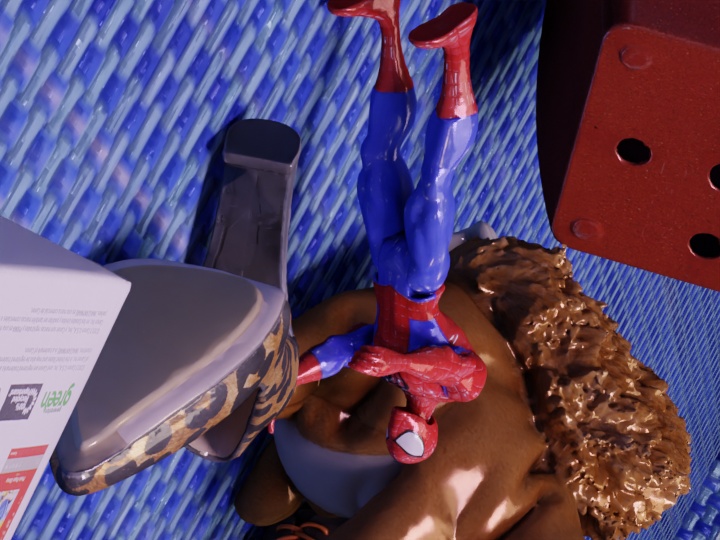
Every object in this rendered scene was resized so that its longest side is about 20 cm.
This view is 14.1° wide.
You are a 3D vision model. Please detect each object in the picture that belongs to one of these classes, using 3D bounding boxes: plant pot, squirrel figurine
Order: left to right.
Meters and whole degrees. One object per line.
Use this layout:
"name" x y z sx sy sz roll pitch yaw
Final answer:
"squirrel figurine" 0.065 0.091 1.231 0.200 0.187 0.142 -34 156 -25
"plant pot" 0.176 -0.097 1.269 0.200 0.199 0.177 102 5 -47

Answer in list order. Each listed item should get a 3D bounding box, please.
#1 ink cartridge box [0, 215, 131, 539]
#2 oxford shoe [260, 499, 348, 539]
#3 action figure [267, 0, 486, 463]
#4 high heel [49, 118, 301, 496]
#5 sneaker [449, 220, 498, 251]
"ink cartridge box" -0.154 0.060 0.659 0.176 0.084 0.200 -65 166 4
"oxford shoe" -0.038 0.149 1.335 0.200 0.071 0.073 -44 138 -66
"action figure" 0.000 0.000 1.098 0.099 0.065 0.201 -31 131 -34
"high heel" -0.064 0.055 1.002 0.200 0.071 0.143 -60 163 -53
"sneaker" 0.036 0.058 1.365 0.200 0.075 0.092 -73 148 -49
